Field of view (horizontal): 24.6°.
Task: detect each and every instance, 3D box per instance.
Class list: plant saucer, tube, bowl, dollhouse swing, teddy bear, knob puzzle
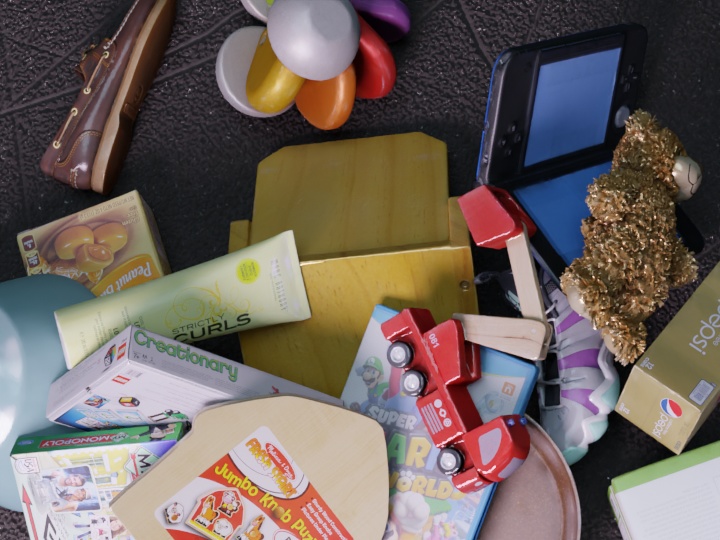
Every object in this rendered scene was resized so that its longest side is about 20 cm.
[{"bbox_3d":[0.080,0.197,1.312,0.199,0.034,0.201,-2,83,18],"label":"plant saucer"},{"bbox_3d":[-0.140,0.028,1.304,0.199,0.058,0.052,-15,62,-12],"label":"tube"},{"bbox_3d":[-0.301,0.095,1.350,0.200,0.105,0.202,-7,77,32],"label":"bowl"},{"bbox_3d":[0.000,0.000,1.417,0.199,0.176,0.183,-7,113,5],"label":"dollhouse swing"},{"bbox_3d":[0.217,-0.027,1.273,0.067,0.145,0.200,-9,32,45],"label":"teddy bear"},{"bbox_3d":[-0.065,0.179,1.272,0.218,0.030,0.221,-3,101,-14],"label":"knob puzzle"}]

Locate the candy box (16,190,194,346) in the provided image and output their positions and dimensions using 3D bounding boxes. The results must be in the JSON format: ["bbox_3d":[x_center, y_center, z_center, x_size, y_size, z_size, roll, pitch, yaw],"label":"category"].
[{"bbox_3d":[-0.212,0.045,1.420,0.115,0.055,0.201,-21,70,3],"label":"candy box"}]

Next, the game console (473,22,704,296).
[{"bbox_3d":[0.198,-0.093,1.327,0.118,0.200,0.172,26,120,36],"label":"game console"}]

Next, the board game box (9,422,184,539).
[{"bbox_3d":[-0.190,0.219,1.308,0.134,0.029,0.201,-6,114,7],"label":"board game box"}]

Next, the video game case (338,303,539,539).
[{"bbox_3d":[0.041,0.145,1.304,0.143,0.018,0.201,21,90,19],"label":"video game case"}]

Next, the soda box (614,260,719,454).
[{"bbox_3d":[0.286,0.048,1.310,0.064,0.068,0.200,35,57,17],"label":"soda box"}]

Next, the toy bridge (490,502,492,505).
[{"bbox_3d":[0.104,0.184,1.347,0.200,0.027,0.067,36,80,17],"label":"toy bridge"}]

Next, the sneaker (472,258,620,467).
[{"bbox_3d":[0.146,0.047,1.331,0.139,0.078,0.201,28,65,-22],"label":"sneaker"}]

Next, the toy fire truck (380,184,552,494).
[{"bbox_3d":[0.094,0.052,1.254,0.141,0.049,0.201,-31,75,21],"label":"toy fire truck"}]

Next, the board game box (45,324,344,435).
[{"bbox_3d":[-0.128,0.110,1.295,0.126,0.199,0.035,-33,46,43],"label":"board game box"}]

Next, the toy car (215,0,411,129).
[{"bbox_3d":[-0.027,-0.219,1.441,0.149,0.175,0.201,18,72,-23],"label":"toy car"}]

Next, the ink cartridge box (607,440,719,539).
[{"bbox_3d":[0.294,0.237,1.279,0.147,0.076,0.201,-19,72,1],"label":"ink cartridge box"}]

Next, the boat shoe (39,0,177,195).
[{"bbox_3d":[-0.227,-0.169,1.482,0.070,0.070,0.201,19,76,9],"label":"boat shoe"}]
